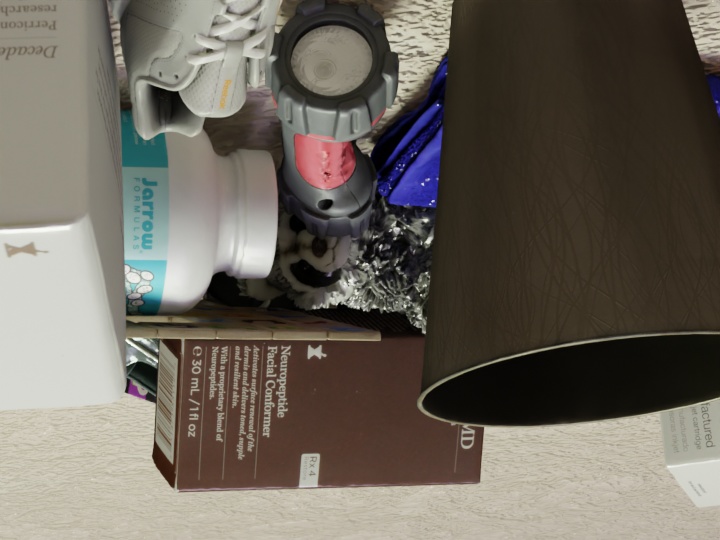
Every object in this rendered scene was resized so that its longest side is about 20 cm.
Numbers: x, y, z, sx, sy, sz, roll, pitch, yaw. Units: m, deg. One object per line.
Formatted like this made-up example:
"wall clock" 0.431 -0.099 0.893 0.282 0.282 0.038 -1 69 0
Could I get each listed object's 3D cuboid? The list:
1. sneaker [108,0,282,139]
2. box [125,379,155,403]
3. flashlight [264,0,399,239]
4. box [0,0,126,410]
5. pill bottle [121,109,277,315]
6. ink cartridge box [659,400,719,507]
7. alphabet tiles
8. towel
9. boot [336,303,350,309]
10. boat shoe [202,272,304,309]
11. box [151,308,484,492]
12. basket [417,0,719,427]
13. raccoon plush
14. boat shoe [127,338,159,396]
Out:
"sneaker" -0.054 -0.120 0.936 0.075 0.093 0.200 2 160 -21
"box" -0.052 0.091 1.495 0.142 0.036 0.199 6 -173 -41
"flashlight" -0.014 -0.070 1.124 0.067 0.068 0.200 5 159 3
"box" -0.209 -0.047 0.964 0.198 0.172 0.199 -4 155 -3
"pill bottle" -0.147 -0.031 1.145 0.199 0.112 0.111 0 161 -13
"ink cartridge box" 0.309 0.067 1.472 0.199 0.148 0.145 -10 160 15
"alphabet tiles" -0.106 0.025 1.231 0.166 0.008 0.200 1 -175 -27
"towel" 0.118 -0.067 1.193 0.199 0.050 0.148 2 161 -18
"boot" 0.087 0.042 1.443 0.161 0.074 0.198 -8 174 23
"boat shoe" -0.071 0.018 1.381 0.073 0.061 0.200 -4 161 3
"box" -0.024 0.079 1.328 0.199 0.101 0.075 -1 -167 -19
"basket" 0.106 -0.041 1.031 0.179 0.201 0.136 -11 159 17
"raccoon plush" 0.000 0.000 1.311 0.133 0.097 0.200 2 162 6
"boat shoe" -0.149 0.048 1.362 0.199 0.062 0.073 26 166 -14
